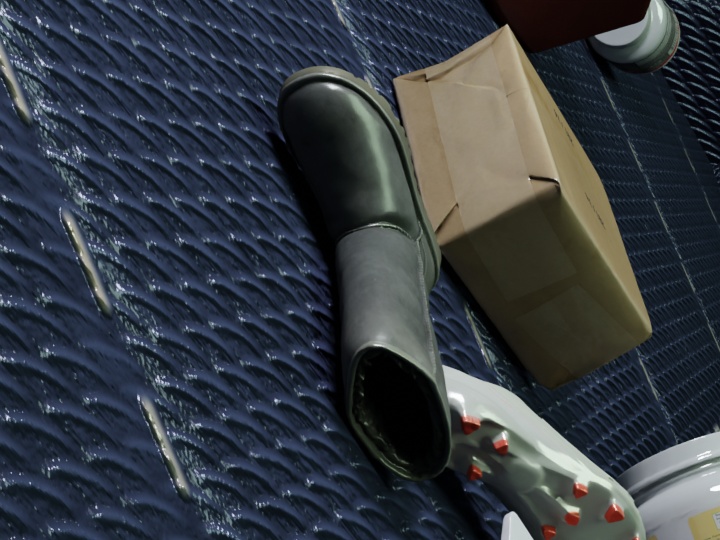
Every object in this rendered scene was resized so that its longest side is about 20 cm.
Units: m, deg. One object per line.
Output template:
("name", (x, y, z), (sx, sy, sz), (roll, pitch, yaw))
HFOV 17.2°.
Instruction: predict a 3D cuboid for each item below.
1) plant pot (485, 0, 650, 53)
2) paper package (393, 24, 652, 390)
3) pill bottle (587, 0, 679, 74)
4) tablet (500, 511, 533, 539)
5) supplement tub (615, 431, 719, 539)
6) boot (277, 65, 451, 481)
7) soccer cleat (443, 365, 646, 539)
("plant pot", (0.206, -0.345, 2.475), (0.176, 0.200, 0.200), (70, 6, -51))
("paper package", (0.122, -0.047, 1.789), (0.200, 0.103, 0.191), (51, 18, -44))
("pill bottle", (0.357, -0.325, 3.153), (0.111, 0.111, 0.200), (68, 13, 9))
("tablet", (0.125, 0.250, 1.418), (0.200, 0.014, 0.130), (56, 31, -38))
("supplement tub", (0.286, 0.238, 1.835), (0.145, 0.145, 0.200), (32, 37, -67))
("boot", (0.001, -0.002, 1.351), (0.182, 0.072, 0.200), (57, 22, -25))
("soccer cleat", (0.104, 0.120, 1.454), (0.200, 0.069, 0.078), (39, 20, -30))
